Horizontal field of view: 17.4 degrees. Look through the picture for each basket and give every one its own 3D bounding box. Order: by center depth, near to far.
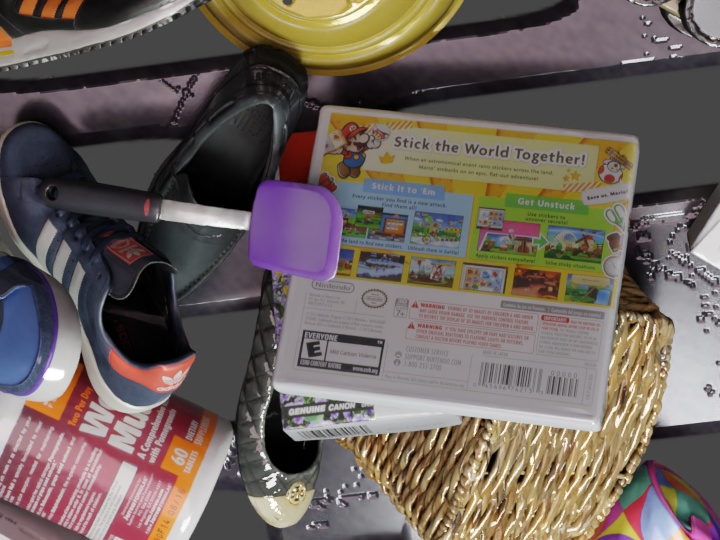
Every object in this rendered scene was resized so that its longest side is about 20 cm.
[{"bbox_3d":[0.100,0.073,1.533,0.142,0.149,0.201,7,114,-34],"label":"basket"}]

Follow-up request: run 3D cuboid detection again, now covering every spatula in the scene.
[{"bbox_3d":[-0.105,-0.036,1.435,0.199,0.021,0.057,9,94,12],"label":"spatula"}]

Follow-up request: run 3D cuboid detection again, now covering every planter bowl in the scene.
[{"bbox_3d":[-0.024,-0.205,1.429,0.199,0.084,0.202,1,110,4],"label":"planter bowl"}]

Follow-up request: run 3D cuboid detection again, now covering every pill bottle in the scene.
[{"bbox_3d":[-0.193,0.107,1.538,0.199,0.110,0.110,25,109,-6],"label":"pill bottle"}]

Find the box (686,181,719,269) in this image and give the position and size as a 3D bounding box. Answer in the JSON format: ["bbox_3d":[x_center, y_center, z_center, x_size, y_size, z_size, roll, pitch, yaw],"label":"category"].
[{"bbox_3d":[0.323,-0.062,1.482,0.155,0.041,0.201,28,110,-7],"label":"box"}]

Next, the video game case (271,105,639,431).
[{"bbox_3d":[0.058,-0.004,1.419,0.199,0.023,0.183,6,73,12],"label":"video game case"}]

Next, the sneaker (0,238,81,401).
[{"bbox_3d":[-0.271,0.010,1.433,0.146,0.200,0.081,13,110,-39],"label":"sneaker"}]

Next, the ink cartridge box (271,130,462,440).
[{"bbox_3d":[0.000,0.000,1.466,0.108,0.050,0.201,-6,77,7],"label":"ink cartridge box"}]

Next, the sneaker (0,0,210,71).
[{"bbox_3d":[-0.171,-0.182,1.429,0.199,0.070,0.090,-11,106,34],"label":"sneaker"}]

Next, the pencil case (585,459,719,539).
[{"bbox_3d":[0.152,0.217,1.570,0.088,0.088,0.200,41,107,-11],"label":"pencil case"}]

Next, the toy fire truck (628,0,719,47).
[{"bbox_3d":[0.198,-0.252,1.388,0.175,0.129,0.201,28,97,-6],"label":"toy fire truck"}]

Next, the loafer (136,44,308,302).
[{"bbox_3d":[-0.095,-0.052,1.483,0.068,0.071,0.201,27,124,-8],"label":"loafer"}]

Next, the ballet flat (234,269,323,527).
[{"bbox_3d":[-0.042,0.078,1.538,0.057,0.066,0.201,22,114,40],"label":"ballet flat"}]

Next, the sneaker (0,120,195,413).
[{"bbox_3d":[-0.160,-0.012,1.480,0.201,0.075,0.084,60,146,2],"label":"sneaker"}]

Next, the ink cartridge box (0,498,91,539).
[{"bbox_3d":[-0.252,0.250,1.580,0.146,0.084,0.200,32,108,-8],"label":"ink cartridge box"}]
